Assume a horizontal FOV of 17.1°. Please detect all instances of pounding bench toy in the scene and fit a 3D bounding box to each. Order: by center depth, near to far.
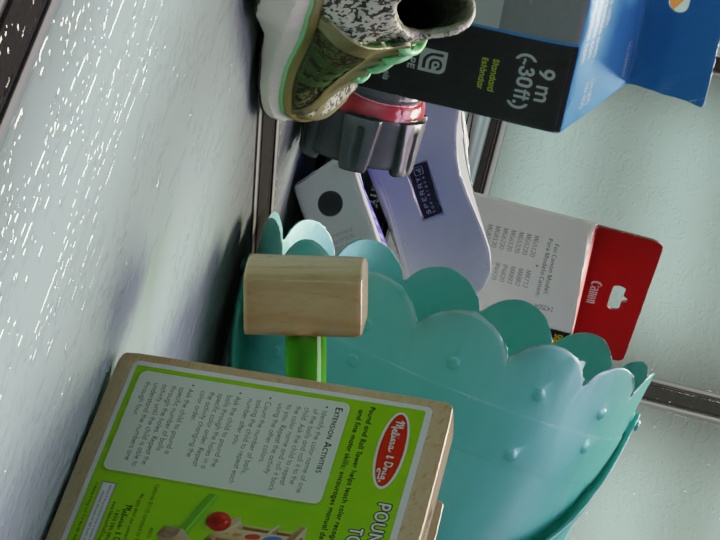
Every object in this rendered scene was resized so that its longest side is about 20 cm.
[{"bbox_3d":[-0.030,0.111,0.886,0.157,0.123,0.201,87,14,-45],"label":"pounding bench toy"}]

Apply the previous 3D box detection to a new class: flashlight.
[{"bbox_3d":[0.018,-0.152,1.232,0.068,0.067,0.202,-58,163,-73],"label":"flashlight"}]

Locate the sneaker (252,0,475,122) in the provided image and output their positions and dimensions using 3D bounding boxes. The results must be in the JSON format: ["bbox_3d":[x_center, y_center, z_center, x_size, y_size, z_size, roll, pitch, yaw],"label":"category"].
[{"bbox_3d":[0.004,-0.106,1.031,0.200,0.088,0.078,85,19,-77],"label":"sneaker"}]

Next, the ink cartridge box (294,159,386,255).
[{"bbox_3d":[0.000,0.000,1.381,0.198,0.043,0.202,67,7,-84],"label":"ink cartridge box"}]

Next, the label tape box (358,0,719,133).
[{"bbox_3d":[0.077,-0.145,1.121,0.066,0.198,0.144,-68,171,-52],"label":"label tape box"}]

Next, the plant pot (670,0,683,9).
[{"bbox_3d":[0.093,-0.209,1.308,0.140,0.199,0.202,-38,143,-60],"label":"plant pot"}]

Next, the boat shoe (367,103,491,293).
[{"bbox_3d":[0.033,-0.085,1.417,0.086,0.074,0.203,-107,179,-64],"label":"boat shoe"}]

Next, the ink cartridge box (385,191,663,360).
[{"bbox_3d":[0.096,0.035,1.582,0.200,0.174,0.084,93,11,-66],"label":"ink cartridge box"}]

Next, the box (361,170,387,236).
[{"bbox_3d":[-0.009,0.017,1.581,0.137,0.037,0.202,1,102,-85],"label":"box"}]

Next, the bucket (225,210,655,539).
[{"bbox_3d":[0.024,0.071,1.146,0.207,0.206,0.136,-31,143,-84],"label":"bucket"}]
